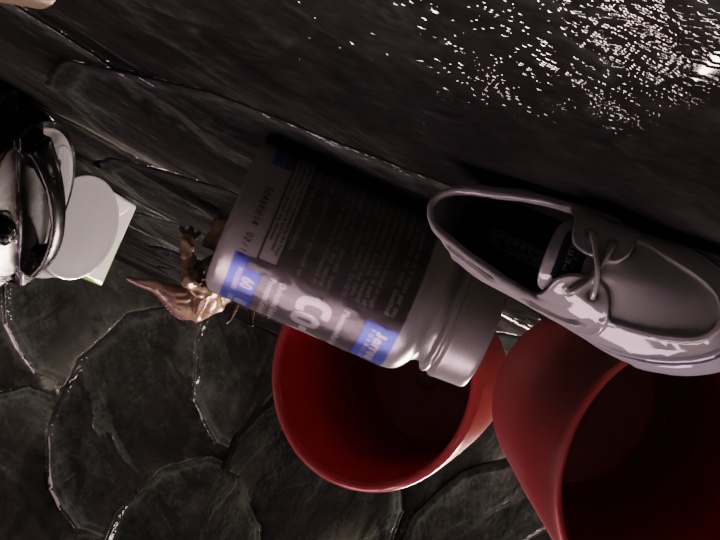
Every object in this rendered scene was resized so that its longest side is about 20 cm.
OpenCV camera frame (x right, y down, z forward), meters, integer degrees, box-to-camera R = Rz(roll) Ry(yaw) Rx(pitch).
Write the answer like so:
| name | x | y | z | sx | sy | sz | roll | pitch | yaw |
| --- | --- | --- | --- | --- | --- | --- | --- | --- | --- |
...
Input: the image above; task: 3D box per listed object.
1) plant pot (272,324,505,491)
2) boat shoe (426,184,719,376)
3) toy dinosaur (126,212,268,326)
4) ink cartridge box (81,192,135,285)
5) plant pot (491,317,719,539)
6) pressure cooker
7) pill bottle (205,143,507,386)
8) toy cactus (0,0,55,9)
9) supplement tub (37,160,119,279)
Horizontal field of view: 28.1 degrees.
| name | x | y | z | sx | sy | sz | roll | pitch | yaw |
| --- | --- | --- | --- | --- | --- | --- | --- | --- | --- |
| plant pot | 0.042 | 0.094 | 1.305 | 0.199 | 0.203 | 0.177 | 21 | -176 | 22 |
| boat shoe | 0.120 | 0.002 | 0.785 | 0.199 | 0.074 | 0.065 | 18 | 176 | 36 |
| toy dinosaur | -0.159 | 0.016 | 1.588 | 0.086 | 0.199 | 0.136 | 49 | 145 | 27 |
| ink cartridge box | -0.402 | -0.067 | 1.901 | 0.199 | 0.118 | 0.067 | 17 | 171 | 39 |
| plant pot | 0.189 | 0.117 | 1.031 | 0.199 | 0.202 | 0.177 | 25 | -176 | -21 |
| pressure cooker | -0.365 | -0.083 | 1.361 | 0.198 | 0.180 | 0.176 | 22 | 171 | 17 |
| pill bottle | 0.000 | 0.000 | 1.019 | 0.198 | 0.115 | 0.114 | 23 | 174 | -3 |
| toy cactus | -0.210 | -0.154 | 0.670 | 0.198 | 0.104 | 0.164 | 6 | 174 | 40 |
| supplement tub | -0.394 | -0.075 | 1.685 | 0.199 | 0.146 | 0.145 | 19 | 173 | 35 |
